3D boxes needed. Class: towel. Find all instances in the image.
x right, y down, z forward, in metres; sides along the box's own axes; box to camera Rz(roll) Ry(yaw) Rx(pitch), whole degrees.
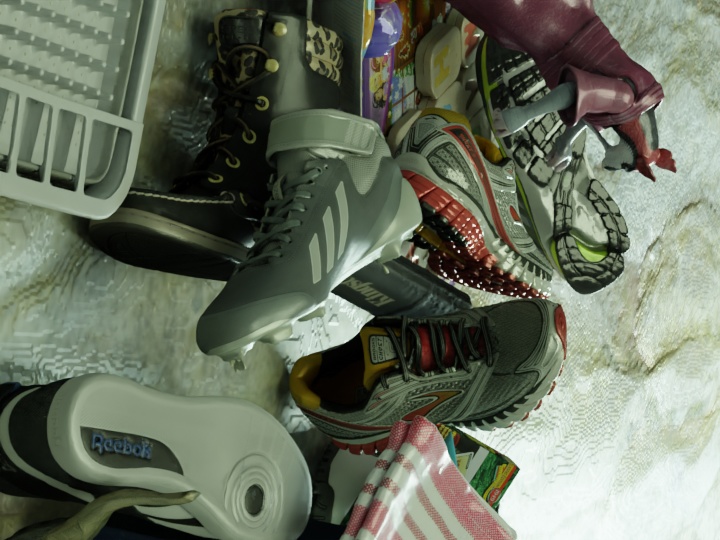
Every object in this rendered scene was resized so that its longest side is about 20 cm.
[{"bbox_3d":[0.018,0.196,1.348,0.201,0.030,0.146,-65,145,-22],"label":"towel"}]

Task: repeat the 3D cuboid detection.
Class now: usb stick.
[{"bbox_3d":[0.000,0.000,1.568,0.200,0.055,0.033,30,56,-49],"label":"usb stick"}]

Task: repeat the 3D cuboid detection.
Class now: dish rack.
[{"bbox_3d":[-0.155,-0.133,1.232,0.172,0.043,0.201,15,86,-66],"label":"dish rack"}]

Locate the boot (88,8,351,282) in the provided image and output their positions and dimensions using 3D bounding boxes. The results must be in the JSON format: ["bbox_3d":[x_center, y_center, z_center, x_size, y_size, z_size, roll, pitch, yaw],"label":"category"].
[{"bbox_3d":[-0.074,-0.072,1.404,0.200,0.073,0.151,10,80,-49],"label":"boot"}]

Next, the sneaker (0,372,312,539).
[{"bbox_3d":[-0.122,0.096,1.303,0.200,0.111,0.073,29,66,-47],"label":"sneaker"}]

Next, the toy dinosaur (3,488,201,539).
[{"bbox_3d":[-0.163,0.147,1.250,0.088,0.200,0.048,-21,82,-37],"label":"toy dinosaur"}]

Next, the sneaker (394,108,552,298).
[{"bbox_3d":[0.081,-0.039,1.614,0.200,0.078,0.082,45,63,-58],"label":"sneaker"}]

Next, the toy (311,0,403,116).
[{"bbox_3d":[0.003,-0.186,1.487,0.115,0.047,0.201,-129,-146,-68],"label":"toy"}]

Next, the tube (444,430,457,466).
[{"bbox_3d":[0.042,0.158,1.536,0.078,0.050,0.200,-57,-175,9],"label":"tube"}]

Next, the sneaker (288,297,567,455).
[{"bbox_3d":[0.043,0.065,1.583,0.082,0.199,0.078,35,42,-48],"label":"sneaker"}]

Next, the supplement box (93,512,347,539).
[{"bbox_3d":[-0.084,0.243,1.402,0.200,0.134,0.201,2,98,-76],"label":"supplement box"}]

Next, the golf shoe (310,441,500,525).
[{"bbox_3d":[0.032,0.156,1.716,0.200,0.094,0.078,-7,107,-64],"label":"golf shoe"}]

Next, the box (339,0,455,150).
[{"bbox_3d":[0.021,-0.103,1.644,0.137,0.039,0.201,-41,136,-54],"label":"box"}]

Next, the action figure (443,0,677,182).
[{"bbox_3d":[0.140,-0.142,1.584,0.149,0.200,0.134,-44,177,9],"label":"action figure"}]

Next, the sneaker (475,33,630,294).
[{"bbox_3d":[0.116,-0.078,1.709,0.074,0.081,0.201,-30,115,-23],"label":"sneaker"}]

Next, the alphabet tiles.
[{"bbox_3d":[0.066,-0.080,1.689,0.196,0.015,0.201,-46,141,-51],"label":"alphabet tiles"}]

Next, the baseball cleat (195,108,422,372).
[{"bbox_3d":[-0.041,-0.025,1.349,0.200,0.070,0.107,-38,108,-54],"label":"baseball cleat"}]

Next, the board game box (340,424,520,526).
[{"bbox_3d":[0.020,0.195,1.666,0.105,0.023,0.200,30,93,-45],"label":"board game box"}]
